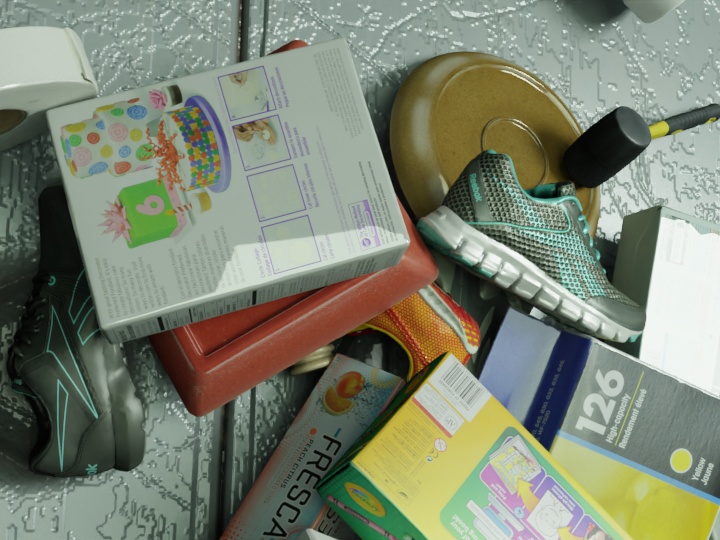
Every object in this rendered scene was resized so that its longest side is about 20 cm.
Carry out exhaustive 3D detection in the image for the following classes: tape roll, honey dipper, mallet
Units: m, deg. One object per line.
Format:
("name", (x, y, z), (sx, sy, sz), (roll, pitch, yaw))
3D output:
("tape roll", (-0.259, -0.095, 0.782), (0.202, 0.203, 0.037), (-21, 90, -23))
("honey dipper", (-0.060, -0.023, 0.944), (0.038, 0.038, 0.201), (-13, 83, -23))
("mallet", (0.245, -0.118, 1.034), (0.199, 0.066, 0.041), (-23, 76, -38))

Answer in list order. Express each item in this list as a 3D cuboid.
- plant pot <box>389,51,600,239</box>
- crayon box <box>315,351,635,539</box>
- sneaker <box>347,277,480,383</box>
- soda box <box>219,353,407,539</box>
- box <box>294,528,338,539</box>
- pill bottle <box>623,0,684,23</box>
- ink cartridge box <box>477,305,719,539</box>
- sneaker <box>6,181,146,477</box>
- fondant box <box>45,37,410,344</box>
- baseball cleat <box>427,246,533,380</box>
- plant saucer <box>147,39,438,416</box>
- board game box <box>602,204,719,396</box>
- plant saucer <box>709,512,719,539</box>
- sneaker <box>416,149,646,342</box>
("plant pot", (0.114, -0.085, 0.993), (0.199, 0.027, 0.201), (13, 63, -28))
("crayon box", (0.083, 0.167, 0.836), (0.200, 0.058, 0.119), (46, 52, 1))
("sneaker", (0.000, 0.000, 0.923), (0.077, 0.073, 0.200), (-42, 70, 9))
("soda box", (-0.032, 0.162, 0.896), (0.200, 0.063, 0.068), (-57, 143, -18))
("box", (0.009, 0.260, 0.827), (0.113, 0.101, 0.200), (-45, 138, 11))
("pill bottle", (0.196, -0.302, 1.038), (0.200, 0.120, 0.120), (44, 69, -10))
("ink cartridge box", (0.162, 0.154, 0.922), (0.199, 0.047, 0.199), (23, 88, -15))
("sneaker", (-0.197, 0.041, 0.856), (0.079, 0.075, 0.201), (-10, 86, -20))
("fondant box", (-0.085, -0.051, 0.822), (0.199, 0.058, 0.145), (-15, 79, -10))
("baseball cleat", (0.093, 0.059, 0.971), (0.106, 0.070, 0.201), (-7, 86, -22))
("plant saucer", (-0.078, -0.034, 0.878), (0.199, 0.037, 0.201), (-30, 81, -2))
("board game box", (0.297, 0.048, 1.024), (0.199, 0.064, 0.148), (17, 77, -17))
("plant saucer", (0.219, 0.217, 0.989), (0.199, 0.050, 0.201), (-1, 94, -18))
("sneaker", (0.140, -0.017, 0.918), (0.199, 0.078, 0.092), (29, 90, -27))
